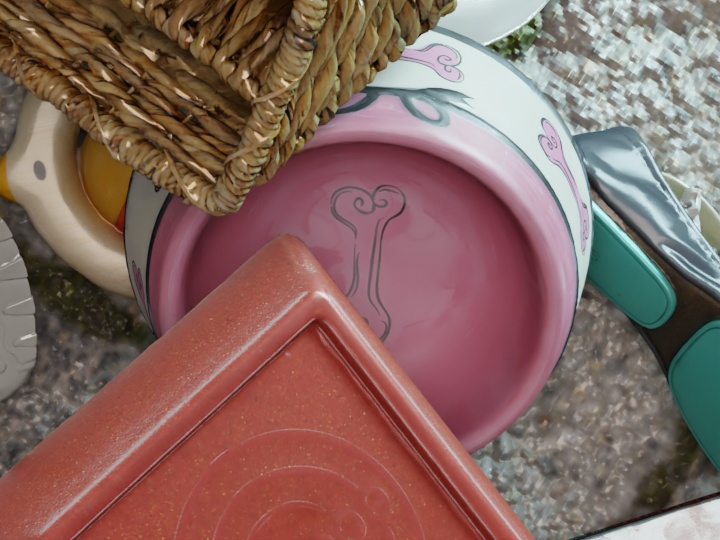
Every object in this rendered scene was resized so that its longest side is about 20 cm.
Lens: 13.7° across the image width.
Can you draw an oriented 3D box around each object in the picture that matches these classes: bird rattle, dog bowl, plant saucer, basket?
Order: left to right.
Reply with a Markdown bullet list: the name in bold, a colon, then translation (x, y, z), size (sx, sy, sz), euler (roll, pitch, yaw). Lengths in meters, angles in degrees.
- **basket**: translation (-0.076, -0.146, 1.141), size (0.200, 0.143, 0.149), euler (37, 64, 21)
- **bird rattle**: translation (-0.069, -0.063, 1.293), size (0.200, 0.113, 0.163), euler (34, 95, -12)
- **plant saucer**: translation (-0.027, 0.116, 1.139), size (0.200, 0.037, 0.200), euler (-42, 100, -27)
- **dog bowl**: translation (0.000, 0.000, 1.233), size (0.199, 0.074, 0.201), euler (-1, 118, -1)

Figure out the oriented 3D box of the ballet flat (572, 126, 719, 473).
- **ballet flat**: translation (0.152, 0.017, 1.292), size (0.073, 0.073, 0.200), euler (-37, 81, -6)

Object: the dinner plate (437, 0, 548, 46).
- **dinner plate**: translation (0.002, -0.177, 1.278), size (0.200, 0.024, 0.201), euler (10, 57, -15)

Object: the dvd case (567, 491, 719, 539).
- **dvd case**: translation (0.133, 0.179, 1.296), size (0.199, 0.022, 0.146), euler (-17, 85, -6)

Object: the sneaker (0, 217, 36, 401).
- **sneaker**: translation (-0.201, -0.032, 1.277), size (0.076, 0.081, 0.200), euler (-31, 106, -2)
